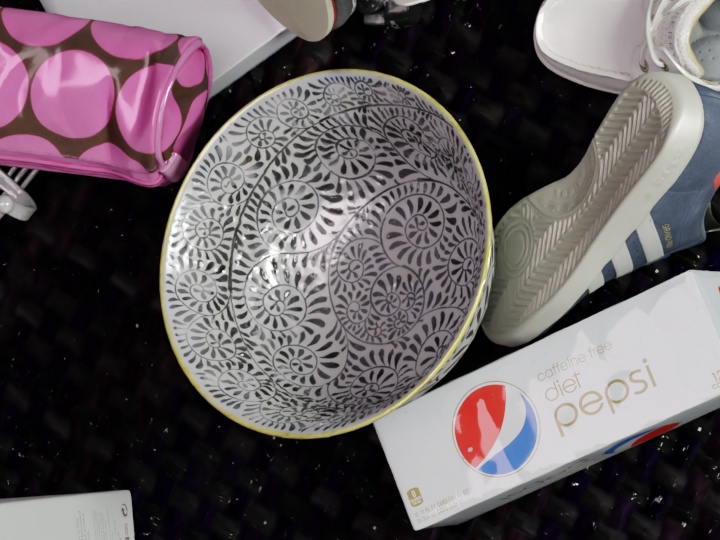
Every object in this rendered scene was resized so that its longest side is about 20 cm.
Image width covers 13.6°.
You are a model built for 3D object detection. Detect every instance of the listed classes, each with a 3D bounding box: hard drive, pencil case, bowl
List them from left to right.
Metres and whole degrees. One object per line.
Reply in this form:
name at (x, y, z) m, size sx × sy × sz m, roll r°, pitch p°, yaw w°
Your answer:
pencil case at (-0.185, -0.096, 1.674) m, size 0.199 × 0.091 × 0.094 m, roll 6°, pitch 67°, yaw 9°
hard drive at (-0.130, -0.188, 1.734) m, size 0.132 × 0.025 × 0.201 m, roll -34°, pitch 76°, yaw 20°
bowl at (0.000, 0.000, 1.628) m, size 0.200 × 0.094 × 0.202 m, roll -8°, pitch 74°, yaw 27°

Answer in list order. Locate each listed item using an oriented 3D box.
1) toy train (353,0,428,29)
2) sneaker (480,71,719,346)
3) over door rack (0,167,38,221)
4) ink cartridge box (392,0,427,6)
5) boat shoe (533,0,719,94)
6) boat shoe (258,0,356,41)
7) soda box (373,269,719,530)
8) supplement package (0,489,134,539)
toy train at (0.027, -0.233, 1.661) m, size 0.046 × 0.034 × 0.201 m, roll 4°, pitch 92°, yaw 20°
sneaker at (0.140, -0.023, 1.593) m, size 0.200 × 0.084 × 0.075 m, roll -46°, pitch 46°, yaw 40°
over door rack at (-0.265, -0.099, 1.771) m, size 0.200 × 0.067 × 0.148 m, roll 45°, pitch 105°, yaw 18°
ink cartridge box at (0.046, -0.246, 1.580) m, size 0.128 × 0.125 × 0.201 m, roll -15°, pitch 89°, yaw 6°
boat shoe at (0.176, -0.125, 1.573) m, size 0.199 × 0.069 × 0.071 m, roll 4°, pitch 93°, yaw 24°
boat shoe at (-0.050, -0.220, 1.677) m, size 0.201 × 0.062 × 0.071 m, roll 61°, pitch 143°, yaw 14°
soda box at (0.111, 0.070, 1.604) m, size 0.199 × 0.064 × 0.068 m, roll -26°, pitch 79°, yaw 21°
supplement package at (-0.232, 0.207, 1.679) m, size 0.150 × 0.200 × 0.153 m, roll -7°, pitch 86°, yaw 23°
